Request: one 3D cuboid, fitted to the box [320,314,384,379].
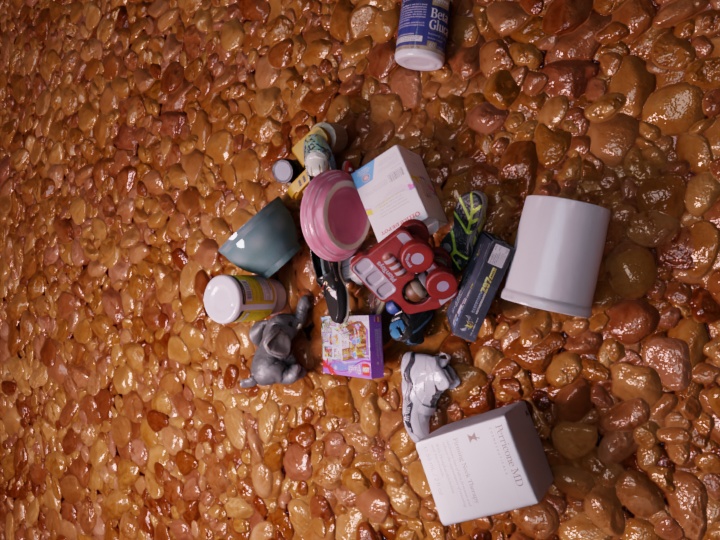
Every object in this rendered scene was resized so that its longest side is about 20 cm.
[{"bbox_3d":[-0.022,0.171,1.380,0.199,0.039,0.139,-6,86,54],"label":"box"}]

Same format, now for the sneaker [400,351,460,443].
[{"bbox_3d":[0.153,0.274,1.300,0.114,0.075,0.202,-9,81,32],"label":"sneaker"}]

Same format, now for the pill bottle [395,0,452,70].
[{"bbox_3d":[0.141,-0.551,1.307,0.110,0.111,0.202,9,94,29],"label":"pill bottle"}]

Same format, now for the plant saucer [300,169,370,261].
[{"bbox_3d":[-0.044,-0.121,1.324,0.050,0.199,0.203,4,91,42],"label":"plant saucer"}]

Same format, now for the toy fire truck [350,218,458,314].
[{"bbox_3d":[0.097,0.008,1.226,0.167,0.113,0.200,-35,115,18],"label":"toy fire truck"}]

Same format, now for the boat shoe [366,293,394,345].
[{"bbox_3d":[0.053,0.071,1.375,0.072,0.072,0.202,21,102,53],"label":"boat shoe"}]

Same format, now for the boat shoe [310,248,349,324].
[{"bbox_3d":[-0.073,0.025,1.375,0.073,0.063,0.204,-24,72,48],"label":"boat shoe"}]

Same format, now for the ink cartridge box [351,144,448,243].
[{"bbox_3d":[0.092,-0.146,1.317,0.128,0.125,0.202,-27,76,26],"label":"ink cartridge box"}]

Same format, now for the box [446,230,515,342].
[{"bbox_3d":[0.237,0.027,1.212,0.051,0.158,0.202,22,101,0],"label":"box"}]

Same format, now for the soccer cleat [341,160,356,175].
[{"bbox_3d":[-0.043,-0.159,1.430,0.084,0.068,0.203,-2,93,25],"label":"soccer cleat"}]

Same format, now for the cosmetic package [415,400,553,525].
[{"bbox_3d":[0.248,0.378,1.193,0.199,0.166,0.169,-26,77,25],"label":"cosmetic package"}]

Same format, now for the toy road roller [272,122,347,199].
[{"bbox_3d":[-0.096,-0.242,1.435,0.200,0.123,0.146,-41,85,23],"label":"toy road roller"}]

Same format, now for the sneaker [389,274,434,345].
[{"bbox_3d":[0.127,0.067,1.329,0.073,0.082,0.202,9,76,53],"label":"sneaker"}]

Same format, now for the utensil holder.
[{"bbox_3d":[0.370,-0.027,1.133,0.169,0.169,0.202,15,95,29],"label":"utensil holder"}]

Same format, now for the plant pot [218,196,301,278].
[{"bbox_3d":[-0.231,-0.066,1.478,0.200,0.200,0.134,-39,97,23],"label":"plant pot"}]

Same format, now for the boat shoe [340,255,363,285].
[{"bbox_3d":[0.000,0.000,1.382,0.199,0.072,0.066,-16,82,41],"label":"boat shoe"}]

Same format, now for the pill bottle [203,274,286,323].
[{"bbox_3d":[-0.278,0.068,1.480,0.113,0.199,0.116,-1,88,29],"label":"pill bottle"}]

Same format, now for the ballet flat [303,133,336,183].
[{"bbox_3d":[-0.086,-0.204,1.349,0.074,0.074,0.202,-6,110,29],"label":"ballet flat"}]

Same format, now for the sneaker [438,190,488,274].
[{"bbox_3d":[0.225,-0.075,1.275,0.075,0.076,0.201,36,124,24],"label":"sneaker"}]

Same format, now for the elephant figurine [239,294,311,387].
[{"bbox_3d":[-0.205,0.170,1.467,0.140,0.155,0.203,-1,97,19],"label":"elephant figurine"}]
